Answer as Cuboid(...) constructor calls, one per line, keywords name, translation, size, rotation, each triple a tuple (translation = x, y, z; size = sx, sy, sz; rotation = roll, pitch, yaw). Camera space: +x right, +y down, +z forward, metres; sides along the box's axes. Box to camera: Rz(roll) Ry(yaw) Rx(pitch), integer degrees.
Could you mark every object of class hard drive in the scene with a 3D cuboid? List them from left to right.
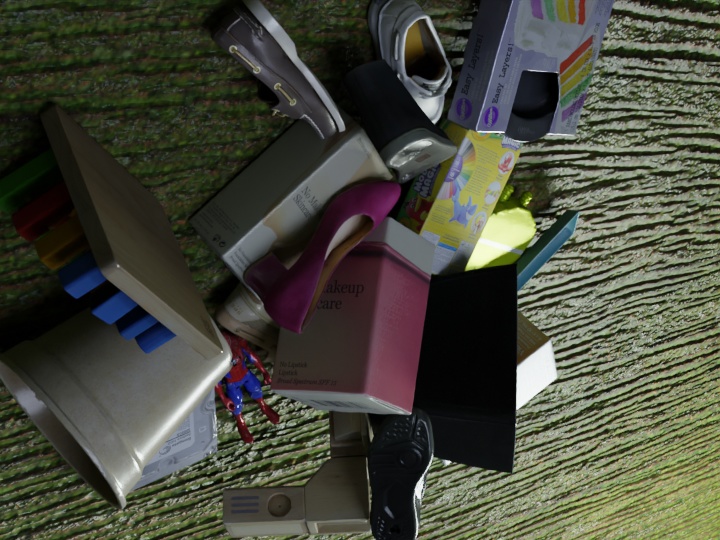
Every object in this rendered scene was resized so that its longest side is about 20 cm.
Cuboid(name="hard drive", translation=(-0.230, 0.157, 1.685), size=(0.139, 0.038, 0.200), rotation=(-22, 139, -24))

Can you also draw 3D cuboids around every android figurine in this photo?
Cuboid(name="android figurine", translation=(0.148, -0.022, 1.904), size=(0.182, 0.041, 0.200), rotation=(11, 117, -50))

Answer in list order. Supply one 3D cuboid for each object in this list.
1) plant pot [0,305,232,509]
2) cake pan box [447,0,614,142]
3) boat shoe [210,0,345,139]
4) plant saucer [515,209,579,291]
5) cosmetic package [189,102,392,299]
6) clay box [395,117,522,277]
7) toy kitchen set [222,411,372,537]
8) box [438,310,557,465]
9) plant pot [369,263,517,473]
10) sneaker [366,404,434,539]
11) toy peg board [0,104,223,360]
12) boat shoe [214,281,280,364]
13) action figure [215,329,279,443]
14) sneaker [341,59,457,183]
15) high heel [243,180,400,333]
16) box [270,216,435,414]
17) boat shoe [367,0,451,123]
Cuboid(name="plant pot", translation=(-0.236, 0.104, 1.507), size=(0.183, 0.200, 0.201), rotation=(-41, 146, -19))
Cuboid(name="cake pan box", translation=(0.195, -0.246, 1.691), size=(0.184, 0.052, 0.201), rotation=(-1, 113, -43))
Cuboid(name="boat shoe", translation=(-0.079, -0.189, 1.476), size=(0.059, 0.072, 0.200), rotation=(-39, 141, 0))
Cuboid(name="plant saucer", translation=(0.214, -0.001, 1.960), size=(0.200, 0.019, 0.070), rotation=(-46, 163, -17))
Cuboid(name="cosmetic package", translation=(-0.072, -0.076, 1.593), size=(0.200, 0.071, 0.105), rotation=(-43, 145, -4))
Cuboid(name="clay box", translation=(0.112, -0.093, 1.767), size=(0.115, 0.048, 0.201), rotation=(17, 100, -51))
Cuboid(name="toy kitchen set", translation=(-0.076, 0.202, 1.801), size=(0.180, 0.201, 0.163), rotation=(-3, 157, 2))
Cuboid(name="box", translation=(0.143, 0.138, 1.987), size=(0.200, 0.124, 0.098), rotation=(-37, 144, -14))
Cuboid(name="plant pot", translation=(0.100, 0.119, 1.808), size=(0.177, 0.200, 0.200), rotation=(1, 155, 4))
Cuboid(name="sneaker", translation=(0.046, 0.215, 1.752), size=(0.076, 0.114, 0.200), rotation=(2, 128, 1))
Cuboid(name="toy peg board", translation=(-0.241, -0.012, 1.387), size=(0.098, 0.200, 0.200), rotation=(-32, 146, 7))
Cuboid(name="boat shoe", translation=(-0.097, 0.070, 1.723), size=(0.064, 0.071, 0.200), rotation=(-40, 140, 7))
Cuboid(name="action figure", translation=(-0.140, 0.130, 1.753), size=(0.065, 0.052, 0.200), rotation=(-32, 141, -11))
Cuboid(name="sneaker", translation=(0.043, -0.161, 1.590), size=(0.075, 0.107, 0.200), rotation=(-29, 171, 6))
Cuboid(name="high heel", translation=(-0.019, -0.016, 1.559), size=(0.200, 0.096, 0.067), rotation=(-32, 144, -19))
Cuboid(name="box", translation=(-0.007, 0.051, 1.660), size=(0.109, 0.127, 0.201), rotation=(29, 65, -54))
Cuboid(name="boat shoe", translation=(0.063, -0.212, 1.598), size=(0.071, 0.070, 0.200), rotation=(-36, 144, -15))
